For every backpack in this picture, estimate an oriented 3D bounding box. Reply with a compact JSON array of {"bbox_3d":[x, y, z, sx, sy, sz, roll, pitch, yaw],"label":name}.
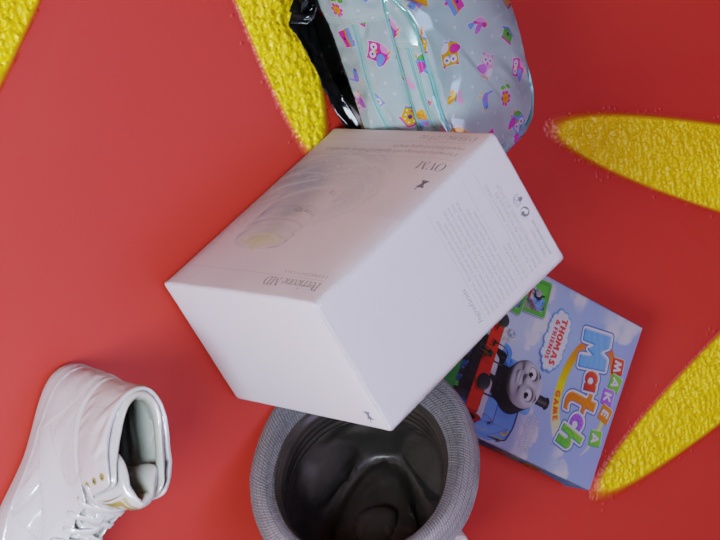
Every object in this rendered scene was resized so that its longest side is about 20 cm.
[{"bbox_3d":[0.048,-0.172,1.636,0.167,0.127,0.200,-31,114,-34],"label":"backpack"}]

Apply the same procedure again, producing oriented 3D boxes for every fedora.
[{"bbox_3d":[0.008,0.173,1.623,0.090,0.177,0.200,76,7,-47],"label":"fedora"}]

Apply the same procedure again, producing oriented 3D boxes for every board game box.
[{"bbox_3d":[0.138,0.080,1.776,0.200,0.037,0.151,27,77,-36],"label":"board game box"}]

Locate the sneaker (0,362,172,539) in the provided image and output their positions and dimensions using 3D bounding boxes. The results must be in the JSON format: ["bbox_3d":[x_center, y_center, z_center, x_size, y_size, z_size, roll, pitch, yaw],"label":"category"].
[{"bbox_3d":[-0.195,0.169,1.490,0.074,0.116,0.200,13,87,-38],"label":"sneaker"}]

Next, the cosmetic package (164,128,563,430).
[{"bbox_3d":[0.000,0.000,1.567,0.200,0.199,0.123,-45,118,-25],"label":"cosmetic package"}]

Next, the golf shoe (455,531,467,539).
[{"bbox_3d":[-0.006,0.246,1.652,0.200,0.088,0.077,-38,116,-27],"label":"golf shoe"}]
